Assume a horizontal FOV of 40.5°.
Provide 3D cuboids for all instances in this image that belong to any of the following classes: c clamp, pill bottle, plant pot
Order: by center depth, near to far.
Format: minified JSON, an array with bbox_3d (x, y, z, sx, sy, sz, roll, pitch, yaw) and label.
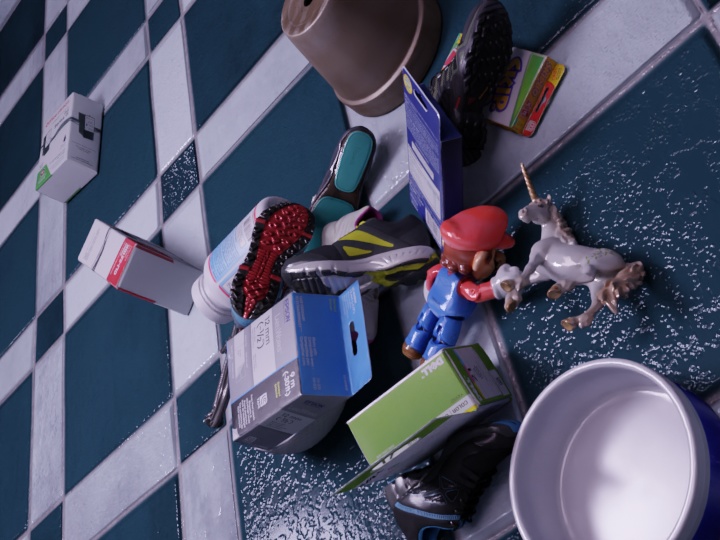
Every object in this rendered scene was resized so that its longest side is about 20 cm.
[{"bbox_3d":[-0.011,-0.347,1.387,0.199,0.172,0.203,-26,53,39],"label":"plant pot"},{"bbox_3d":[-0.189,0.147,1.406,0.172,0.027,0.202,120,164,-44],"label":"c clamp"},{"bbox_3d":[-0.163,-0.010,1.451,0.200,0.108,0.110,-41,44,30],"label":"pill bottle"}]

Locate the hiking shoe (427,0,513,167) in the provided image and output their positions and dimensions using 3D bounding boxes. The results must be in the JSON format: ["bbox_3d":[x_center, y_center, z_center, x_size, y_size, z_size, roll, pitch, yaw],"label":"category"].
[{"bbox_3d":[0.119,-0.236,1.198,0.100,0.075,0.203,31,110,50],"label":"hiking shoe"}]

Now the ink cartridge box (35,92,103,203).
[{"bbox_3d":[-0.661,-0.280,2.220,0.146,0.082,0.203,-33,48,36],"label":"ink cartridge box"}]

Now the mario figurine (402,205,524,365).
[{"bbox_3d":[0.128,0.023,1.128,0.122,0.106,0.203,26,105,17],"label":"mario figurine"}]

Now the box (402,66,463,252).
[{"bbox_3d":[0.087,-0.134,1.168,0.032,0.202,0.122,-17,43,-10],"label":"box"}]

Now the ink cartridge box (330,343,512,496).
[{"bbox_3d":[0.052,0.150,1.014,0.147,0.199,0.076,-39,71,23],"label":"ink cartridge box"}]

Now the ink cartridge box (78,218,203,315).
[{"bbox_3d":[-0.382,-0.008,1.688,0.199,0.143,0.085,23,88,52],"label":"ink cartridge box"}]

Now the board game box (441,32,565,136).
[{"bbox_3d":[0.168,-0.237,1.232,0.199,0.030,0.097,33,99,50],"label":"board game box"}]

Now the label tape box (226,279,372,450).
[{"bbox_3d":[-0.079,0.110,1.189,0.199,0.066,0.145,-38,46,34],"label":"label tape box"}]

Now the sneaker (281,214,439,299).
[{"bbox_3d":[-0.002,-0.018,1.227,0.075,0.197,0.086,87,176,-56],"label":"sneaker"}]

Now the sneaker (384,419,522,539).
[{"bbox_3d":[0.110,0.228,1.040,0.200,0.072,0.083,-46,54,36],"label":"sneaker"}]

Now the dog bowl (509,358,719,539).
[{"bbox_3d":[0.235,0.187,0.887,0.199,0.078,0.203,-26,54,41],"label":"dog bowl"}]

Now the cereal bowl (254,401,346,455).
[{"bbox_3d":[-0.078,0.147,1.287,0.199,0.083,0.203,-26,54,41],"label":"cereal bowl"}]

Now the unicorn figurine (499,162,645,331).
[{"bbox_3d":[0.208,-0.011,1.021,0.199,0.074,0.137,31,58,33],"label":"unicorn figurine"}]

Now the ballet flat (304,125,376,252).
[{"bbox_3d":[-0.031,-0.109,1.384,0.073,0.072,0.202,35,106,52],"label":"ballet flat"}]

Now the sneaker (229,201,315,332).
[{"bbox_3d":[-0.126,-0.004,1.316,0.201,0.078,0.096,-62,-3,-32],"label":"sneaker"}]

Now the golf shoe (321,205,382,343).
[{"bbox_3d":[0.000,0.000,1.279,0.091,0.075,0.202,-35,49,30],"label":"golf shoe"}]
